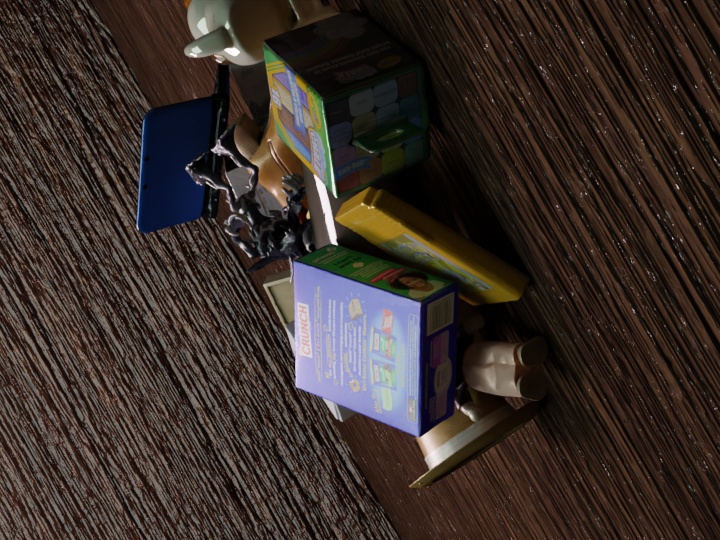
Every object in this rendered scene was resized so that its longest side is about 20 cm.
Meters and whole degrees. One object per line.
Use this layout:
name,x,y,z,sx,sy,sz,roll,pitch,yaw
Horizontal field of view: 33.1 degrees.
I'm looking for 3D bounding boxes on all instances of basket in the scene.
basket,-0.005,-0.114,1.479,0.180,0.135,0.201,39,154,39

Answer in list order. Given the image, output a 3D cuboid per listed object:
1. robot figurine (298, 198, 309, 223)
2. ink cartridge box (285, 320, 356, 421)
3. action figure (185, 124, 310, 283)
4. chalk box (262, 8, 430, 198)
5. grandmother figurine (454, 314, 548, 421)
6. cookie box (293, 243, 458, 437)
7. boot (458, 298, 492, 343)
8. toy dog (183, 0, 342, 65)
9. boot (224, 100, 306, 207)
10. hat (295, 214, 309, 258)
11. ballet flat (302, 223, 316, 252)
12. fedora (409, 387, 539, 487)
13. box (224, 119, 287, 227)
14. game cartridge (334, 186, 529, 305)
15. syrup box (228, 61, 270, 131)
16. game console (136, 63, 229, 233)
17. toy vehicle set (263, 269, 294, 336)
robot figurine,-0.055,-0.125,1.712,0.058,0.145,0.201,-4,124,36
ink cartridge box,0.012,0.099,1.750,0.146,0.199,0.083,51,167,34
action figure,-0.131,-0.079,1.536,0.200,0.119,0.102,50,161,-3
chalk box,-0.004,-0.171,1.291,0.200,0.123,0.125,50,155,46
grandmother figurine,0.134,0.114,1.419,0.199,0.060,0.123,3,83,54
cookie box,0.015,0.078,1.427,0.199,0.075,0.173,18,118,37
boot,0.113,0.068,1.543,0.202,0.071,0.144,55,163,-7
toy dog,-0.136,-0.300,1.448,0.140,0.194,0.200,51,167,-25
boot,-0.068,-0.176,1.575,0.144,0.200,0.071,45,-147,-19
hat,-0.048,-0.020,1.995,0.201,0.080,0.203,-22,-90,-80
ballet flat,0.000,0.000,1.683,0.199,0.066,0.057,32,-141,-17
fedora,0.128,0.192,1.502,0.082,0.199,0.201,57,169,12
box,-0.152,-0.135,1.768,0.200,0.060,0.118,-109,-4,-66
game cartridge,0.074,-0.024,1.353,0.199,0.033,0.176,29,171,-8
syrup box,-0.120,-0.236,1.760,0.082,0.078,0.201,-112,-2,-63
game console,-0.249,-0.176,1.701,0.172,0.117,0.202,-99,17,-52
toy vehicle set,-0.039,0.043,1.902,0.027,0.198,0.125,-68,-42,-57
